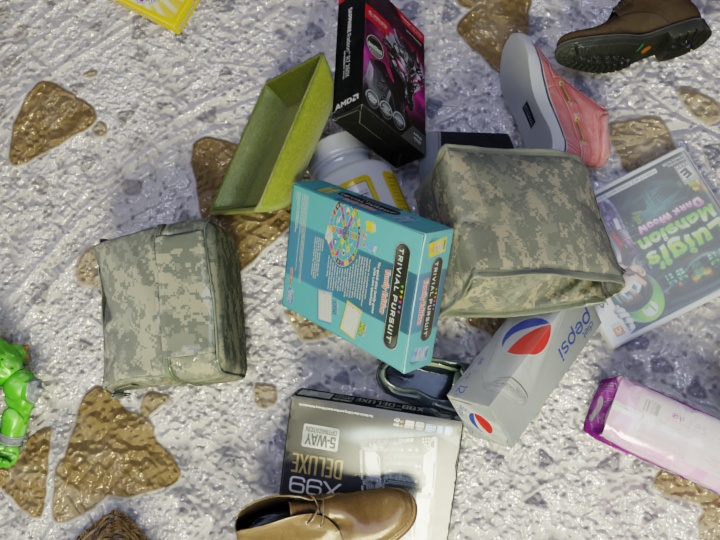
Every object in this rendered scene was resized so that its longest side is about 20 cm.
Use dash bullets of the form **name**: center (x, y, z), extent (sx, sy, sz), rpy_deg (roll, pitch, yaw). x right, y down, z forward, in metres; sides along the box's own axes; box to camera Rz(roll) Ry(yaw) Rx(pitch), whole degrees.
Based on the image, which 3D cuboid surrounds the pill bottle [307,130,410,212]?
- **pill bottle**: center (0.004, -0.064, 0.914), extent (0.111, 0.111, 0.200), rpy_deg (-22, 77, 2)

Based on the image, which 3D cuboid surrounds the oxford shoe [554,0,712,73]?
- **oxford shoe**: center (0.330, -0.302, 0.943), extent (0.200, 0.073, 0.085), rpy_deg (-13, 74, -12)

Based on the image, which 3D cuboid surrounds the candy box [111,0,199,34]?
- **candy box**: center (-0.315, -0.421, 1.066), extent (0.200, 0.026, 0.102), rpy_deg (28, 87, 11)

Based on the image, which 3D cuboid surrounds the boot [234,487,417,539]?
- **boot**: center (-0.039, 0.269, 0.807), extent (0.200, 0.076, 0.074), rpy_deg (-14, 45, 8)

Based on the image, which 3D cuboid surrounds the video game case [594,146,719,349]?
- **video game case**: center (0.348, -0.029, 0.912), extent (0.200, 0.023, 0.182), rpy_deg (-27, 77, 1)

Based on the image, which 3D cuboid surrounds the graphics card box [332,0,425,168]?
- **graphics card box**: center (0.025, -0.240, 0.914), extent (0.051, 0.125, 0.200), rpy_deg (-18, 57, 35)

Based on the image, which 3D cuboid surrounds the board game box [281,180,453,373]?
- **board game box**: center (0.000, 0.000, 0.816), extent (0.200, 0.047, 0.151), rpy_deg (25, 116, 40)

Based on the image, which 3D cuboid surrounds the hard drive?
- **hard drive**: center (0.144, -0.077, 0.908), extent (0.135, 0.042, 0.200), rpy_deg (-2, 73, -20)

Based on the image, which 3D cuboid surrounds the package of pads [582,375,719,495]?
- **package of pads**: center (0.353, 0.187, 0.819), extent (0.200, 0.121, 0.076), rpy_deg (24, 83, 10)

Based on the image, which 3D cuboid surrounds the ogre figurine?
- **ogre figurine**: center (-0.476, 0.139, 0.940), extent (0.120, 0.098, 0.200), rpy_deg (-44, 66, 9)

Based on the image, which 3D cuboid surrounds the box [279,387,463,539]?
- **box**: center (0.011, 0.231, 0.871), extent (0.200, 0.050, 0.158), rpy_deg (8, 93, 8)

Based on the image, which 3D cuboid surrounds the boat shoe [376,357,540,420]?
- **boat shoe**: center (0.115, 0.142, 0.885), extent (0.200, 0.062, 0.073), rpy_deg (13, 80, 9)

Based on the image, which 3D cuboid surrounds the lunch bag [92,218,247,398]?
- **lunch bag**: center (-0.235, 0.045, 0.906), extent (0.167, 0.139, 0.200), rpy_deg (-9, 77, 4)

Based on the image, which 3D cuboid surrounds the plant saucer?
- **plant saucer**: center (-0.103, -0.151, 0.927), extent (0.048, 0.200, 0.200), rpy_deg (26, 81, -25)

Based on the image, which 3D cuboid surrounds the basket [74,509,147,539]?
- **basket**: center (-0.312, 0.415, 0.883), extent (0.200, 0.149, 0.143), rpy_deg (-44, 110, -3)

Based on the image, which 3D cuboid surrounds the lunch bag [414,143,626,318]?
- **lunch bag**: center (0.175, -0.041, 0.810), extent (0.200, 0.118, 0.164), rpy_deg (0, 62, -17)

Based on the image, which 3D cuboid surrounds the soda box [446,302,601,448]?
- **soda box**: center (0.186, 0.097, 0.838), extent (0.200, 0.063, 0.068), rpy_deg (-45, 120, -26)

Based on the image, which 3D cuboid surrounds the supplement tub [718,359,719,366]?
- **supplement tub**: center (0.500, 0.146, 0.799), extent (0.140, 0.140, 0.200), rpy_deg (-35, 77, -1)

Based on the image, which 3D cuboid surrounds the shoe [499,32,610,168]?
- **shoe**: center (0.243, -0.211, 0.942), extent (0.091, 0.071, 0.200), rpy_deg (-1, 61, -20)
